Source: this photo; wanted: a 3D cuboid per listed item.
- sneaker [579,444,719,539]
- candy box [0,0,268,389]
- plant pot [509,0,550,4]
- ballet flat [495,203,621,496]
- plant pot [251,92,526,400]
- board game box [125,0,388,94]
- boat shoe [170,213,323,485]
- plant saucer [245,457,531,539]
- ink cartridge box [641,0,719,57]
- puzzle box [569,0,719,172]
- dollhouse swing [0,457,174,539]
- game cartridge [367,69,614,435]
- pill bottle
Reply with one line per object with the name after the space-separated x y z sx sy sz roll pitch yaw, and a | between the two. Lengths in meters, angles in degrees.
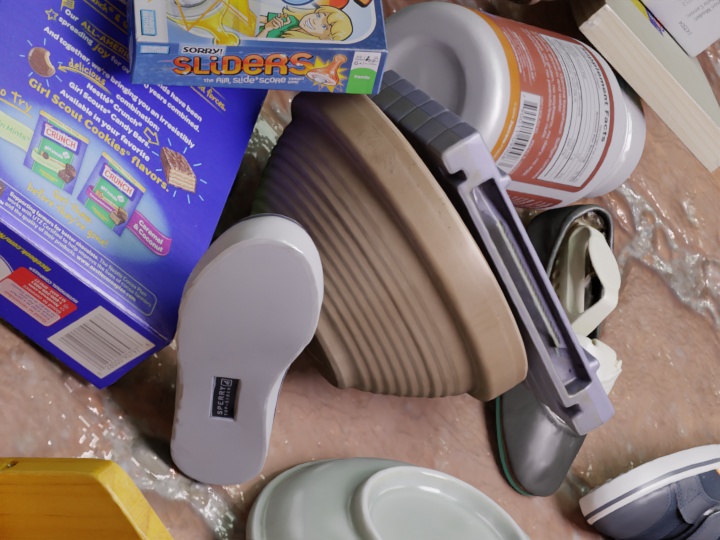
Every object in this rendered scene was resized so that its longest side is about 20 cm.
0.220 0.154 1.725 0.200 0.078 0.080 -4 66 -47 | sneaker
-0.153 -0.068 1.480 0.169 0.077 0.200 39 48 -22 | candy box
0.096 -0.228 1.692 0.201 0.201 0.093 41 82 -21 | plant pot
0.124 0.040 1.699 0.068 0.068 0.200 28 52 -33 | ballet flat
0.000 0.000 1.538 0.093 0.201 0.201 -33 95 -9 | plant pot
-0.062 -0.182 1.509 0.135 0.034 0.200 1 51 -11 | board game box
-0.059 0.028 1.448 0.071 0.200 0.070 9 49 -2 | boat shoe
0.037 0.159 1.500 0.200 0.050 0.200 20 30 -13 | plant saucer
0.246 -0.243 1.925 0.176 0.084 0.200 47 32 -14 | ink cartridge box
0.183 -0.149 1.817 0.133 0.025 0.200 45 14 -17 | puzzle box
-0.214 0.115 1.268 0.200 0.181 0.176 -38 117 -47 | dollhouse swing
0.071 -0.013 1.553 0.200 0.038 0.130 62 -6 -29 | game cartridge
0.090 -0.096 1.695 0.200 0.112 0.112 8 63 -55 | pill bottle
